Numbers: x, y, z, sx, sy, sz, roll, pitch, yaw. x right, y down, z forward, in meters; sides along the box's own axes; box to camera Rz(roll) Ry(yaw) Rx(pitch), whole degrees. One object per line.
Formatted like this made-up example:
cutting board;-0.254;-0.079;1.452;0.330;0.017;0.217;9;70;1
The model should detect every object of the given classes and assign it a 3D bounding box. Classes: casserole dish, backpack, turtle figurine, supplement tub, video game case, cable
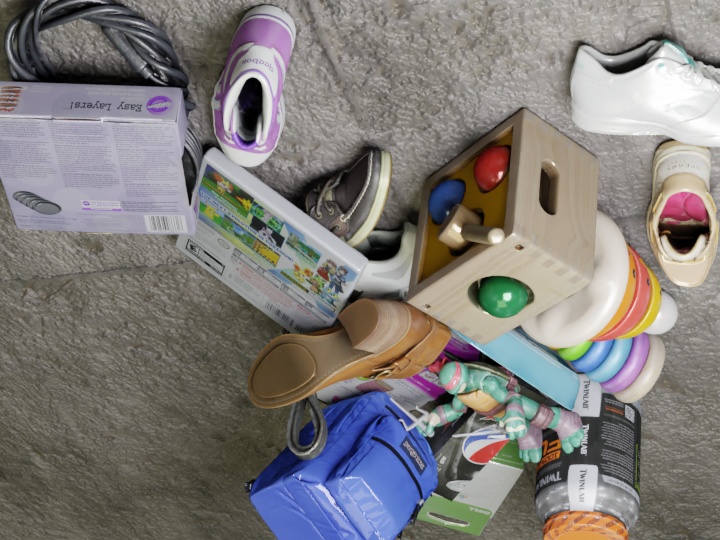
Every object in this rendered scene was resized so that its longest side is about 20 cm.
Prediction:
casserole dish;0.168;0.084;1.552;0.200;0.121;0.039;33;96;-16
backpack;0.004;0.241;1.605;0.168;0.200;0.163;-20;107;38
turtle figurine;0.142;0.152;1.540;0.200;0.101;0.150;25;166;-29
supplement tub;0.268;0.233;1.647;0.122;0.200;0.123;6;143;5
video game case;-0.099;-0.019;1.477;0.200;0.022;0.182;37;146;5
cable;-0.248;-0.188;1.336;0.163;0.051;0.200;-1;141;14
cable;-0.062;0.113;1.570;0.097;0.200;0.050;3;145;22

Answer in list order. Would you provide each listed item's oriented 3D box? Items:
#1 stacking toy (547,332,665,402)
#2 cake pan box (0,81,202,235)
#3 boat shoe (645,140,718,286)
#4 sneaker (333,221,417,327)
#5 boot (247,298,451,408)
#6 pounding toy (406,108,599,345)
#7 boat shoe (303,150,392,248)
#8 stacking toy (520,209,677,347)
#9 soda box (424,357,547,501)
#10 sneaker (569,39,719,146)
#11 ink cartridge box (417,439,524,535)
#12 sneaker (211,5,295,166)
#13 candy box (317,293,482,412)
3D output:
stacking toy;0.234;0.069;1.548;0.200;0.086;0.085;28;140;-13
cake pan box;-0.257;-0.107;1.377;0.199;0.052;0.184;1;148;3
boat shoe;0.317;-0.040;1.383;0.073;0.069;0.200;-2;142;16
sneaker;0.000;0.000;1.516;0.200;0.074;0.088;-28;126;30
boot;-0.010;0.094;1.503;0.200;0.077;0.155;-38;152;22
pounding toy;0.127;-0.038;1.321;0.142;0.200;0.184;30;139;-24
boat shoe;-0.026;-0.059;1.435;0.065;0.073;0.200;15;144;-16
stacking toy;0.266;0.023;1.465;0.146;0.147;0.200;-26;150;38
soda box;0.138;0.183;1.673;0.063;0.071;0.200;27;122;-18
sneaker;0.284;-0.165;1.232;0.199;0.075;0.089;2;131;12
ink cartridge box;0.140;0.271;1.844;0.103;0.059;0.200;15;143;-4
sneaker;-0.110;-0.141;1.314;0.072;0.115;0.201;10;145;-2
candy box;0.031;0.106;1.651;0.136;0.061;0.200;30;138;-25
